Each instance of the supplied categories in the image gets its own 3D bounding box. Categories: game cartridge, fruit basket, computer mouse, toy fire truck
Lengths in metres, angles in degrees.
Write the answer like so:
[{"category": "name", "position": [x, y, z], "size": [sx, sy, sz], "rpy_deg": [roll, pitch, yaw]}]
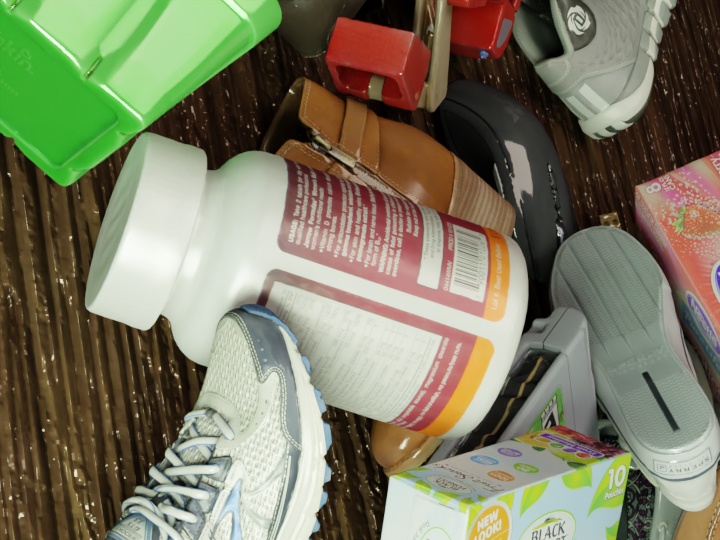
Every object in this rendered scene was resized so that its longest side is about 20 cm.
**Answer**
[{"category": "game cartridge", "position": [0.080, 0.128, 1.034], "size": [0.200, 0.040, 0.134], "rpy_deg": [-49, 142, -43]}, {"category": "fruit basket", "position": [-0.139, -0.169, 0.923], "size": [0.215, 0.155, 0.217], "rpy_deg": [13, 66, -31]}, {"category": "computer mouse", "position": [0.130, -0.040, 1.222], "size": [0.140, 0.046, 0.201], "rpy_deg": [-14, 81, -50]}, {"category": "toy fire truck", "position": [0.045, -0.149, 1.140], "size": [0.200, 0.048, 0.142], "rpy_deg": [39, 66, -70]}]

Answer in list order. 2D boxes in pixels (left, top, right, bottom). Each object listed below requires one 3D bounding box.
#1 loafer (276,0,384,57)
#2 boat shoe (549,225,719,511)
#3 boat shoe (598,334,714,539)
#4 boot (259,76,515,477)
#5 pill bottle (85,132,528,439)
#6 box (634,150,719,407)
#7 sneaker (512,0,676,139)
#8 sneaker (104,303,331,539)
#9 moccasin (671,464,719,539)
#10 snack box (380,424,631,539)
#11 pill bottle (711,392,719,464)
[{"category": "loafer", "position": [-0.012, -0.190, 1.141], "size": [0.200, 0.073, 0.072], "rpy_deg": [-53, 140, -48]}, {"category": "boat shoe", "position": [0.159, 0.059, 1.123], "size": [0.201, 0.073, 0.067], "rpy_deg": [-102, 176, -48]}, {"category": "boat shoe", "position": [0.171, 0.120, 1.158], "size": [0.071, 0.070, 0.202], "rpy_deg": [19, 62, -42]}, {"category": "boot", "position": [0.000, 0.000, 1.039], "size": [0.155, 0.077, 0.201], "rpy_deg": [31, 62, -22]}, {"category": "pill bottle", "position": [-0.027, 0.006, 0.935], "size": [0.199, 0.110, 0.110], "rpy_deg": [18, 54, -15]}, {"category": "box", "position": [0.255, 0.027, 1.170], "size": [0.095, 0.102, 0.201], "rpy_deg": [73, -6, -58]}, {"category": "sneaker", "position": [0.158, -0.198, 1.319], "size": [0.115, 0.075, 0.201], "rpy_deg": [35, 48, -27]}, {"category": "sneaker", "position": [-0.070, 0.115, 0.852], "size": [0.085, 0.077, 0.201], "rpy_deg": [4, 95, -32]}, {"category": "moccasin", "position": [0.210, 0.210, 1.090], "size": [0.073, 0.078, 0.203], "rpy_deg": [14, 89, -29]}, {"category": "snack box", "position": [0.061, 0.188, 0.937], "size": [0.142, 0.053, 0.201], "rpy_deg": [-10, 113, -51]}, {"category": "pill bottle", "position": [0.280, 0.049, 1.288], "size": [0.111, 0.111, 0.201], "rpy_deg": [45, 42, -22]}]
